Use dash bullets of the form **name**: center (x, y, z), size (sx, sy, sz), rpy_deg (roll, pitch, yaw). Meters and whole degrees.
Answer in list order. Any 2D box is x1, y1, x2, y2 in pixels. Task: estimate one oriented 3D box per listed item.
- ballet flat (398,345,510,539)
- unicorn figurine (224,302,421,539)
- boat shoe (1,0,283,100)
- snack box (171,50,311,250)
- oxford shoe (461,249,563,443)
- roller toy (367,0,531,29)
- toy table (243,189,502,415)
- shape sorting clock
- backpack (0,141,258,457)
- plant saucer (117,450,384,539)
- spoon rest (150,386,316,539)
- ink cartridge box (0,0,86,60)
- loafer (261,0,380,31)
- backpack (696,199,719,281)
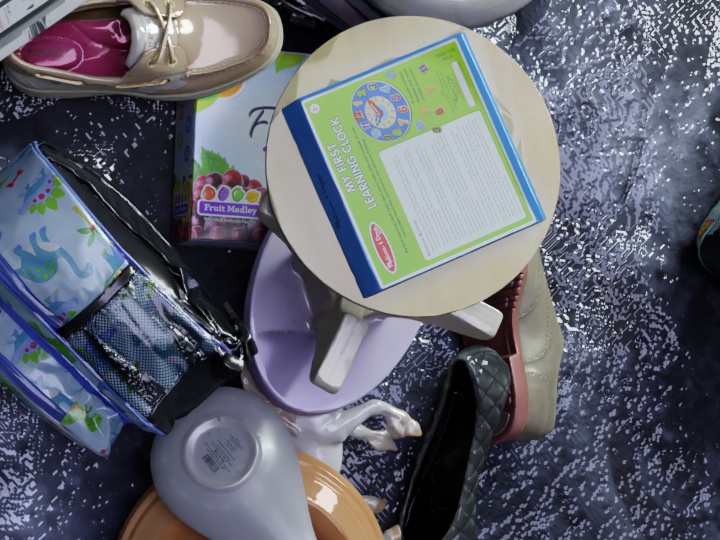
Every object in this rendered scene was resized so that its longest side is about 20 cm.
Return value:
- **ballet flat**: center (0.057, 0.149, 1.719), size (0.057, 0.066, 0.201), rpy_deg (10, 97, -50)
- **unicorn figurine**: center (-0.031, 0.129, 1.695), size (0.136, 0.074, 0.202), rpy_deg (7, 84, -22)
- **boat shoe**: center (-0.153, -0.156, 1.633), size (0.198, 0.069, 0.074), rpy_deg (-8, 84, 1)
- **snack box**: center (-0.034, -0.084, 1.718), size (0.199, 0.053, 0.143), rpy_deg (3, 84, -21)
- **oxford shoe**: center (0.114, 0.030, 1.774), size (0.075, 0.070, 0.202), rpy_deg (7, 83, -46)
- **roller toy**: center (0.065, -0.268, 1.709), size (0.182, 0.140, 0.201), rpy_deg (-25, 93, 0)
- **toy table**: center (0.000, 0.000, 1.627), size (0.183, 0.117, 0.201), rpy_deg (17, 77, -15)
- **shape sorting clock**: center (0.035, -0.069, 1.565), size (0.198, 0.039, 0.202), rpy_deg (2, 82, -12)
- **backpack**: center (-0.189, 0.021, 1.583), size (0.147, 0.183, 0.200), rpy_deg (-42, 98, -3)
- **plant saucer**: center (-0.076, 0.223, 1.657), size (0.199, 0.037, 0.202), rpy_deg (-1, 100, -5)
- **spoon rest**: center (-0.065, 0.167, 1.604), size (0.099, 0.061, 0.200), rpy_deg (-36, 70, -9)
- **ink cartridge box**: center (-0.265, -0.206, 1.600), size (0.200, 0.068, 0.116), rpy_deg (-37, 59, -19)
- **loafer**: center (-0.076, -0.222, 1.711), size (0.200, 0.072, 0.063), rpy_deg (38, 94, -9)
- **backpack**: center (0.372, -0.038, 1.819), size (0.176, 0.153, 0.200), rpy_deg (40, 84, -17)
